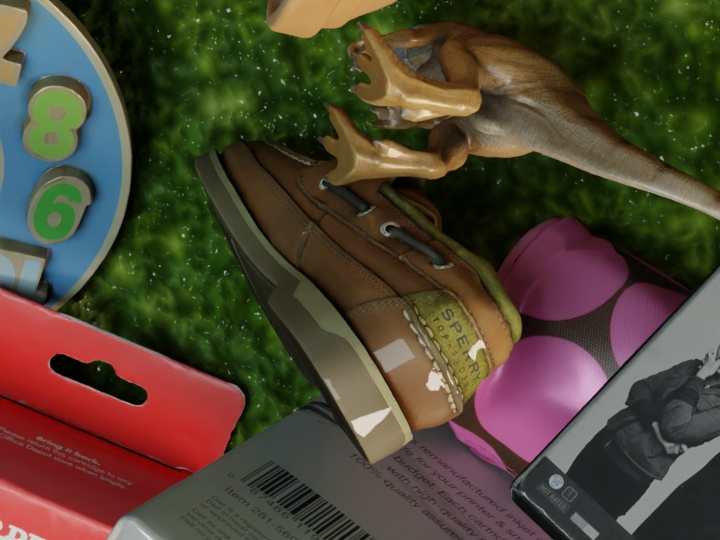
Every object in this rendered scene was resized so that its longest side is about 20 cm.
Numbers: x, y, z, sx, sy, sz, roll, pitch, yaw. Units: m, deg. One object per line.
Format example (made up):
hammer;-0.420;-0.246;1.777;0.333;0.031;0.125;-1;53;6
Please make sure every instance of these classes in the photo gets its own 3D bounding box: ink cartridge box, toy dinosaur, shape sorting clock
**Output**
ink cartridge box;0.011;0.120;0.930;0.146;0.200;0.084;38;119;14
toy dinosaur;0.049;-0.052;0.892;0.200;0.106;0.061;40;133;51
shape sorting clock;-0.183;-0.041;1.022;0.199;0.039;0.200;-1;132;-1
ink cartridge box;-0.130;0.120;1.056;0.116;0.067;0.200;22;112;-1

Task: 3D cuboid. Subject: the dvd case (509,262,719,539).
dvd case;0.168;0.048;0.870;0.150;0.025;0.200;43;79;11

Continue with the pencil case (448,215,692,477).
pencil case;0.120;0.071;0.928;0.200;0.091;0.094;37;116;17

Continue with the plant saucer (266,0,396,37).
plant saucer;0.023;-0.162;0.870;0.037;0.200;0.201;21;113;-6

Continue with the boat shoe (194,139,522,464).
boat shoe;0.000;0.000;0.942;0.068;0.200;0.072;-31;120;-4
